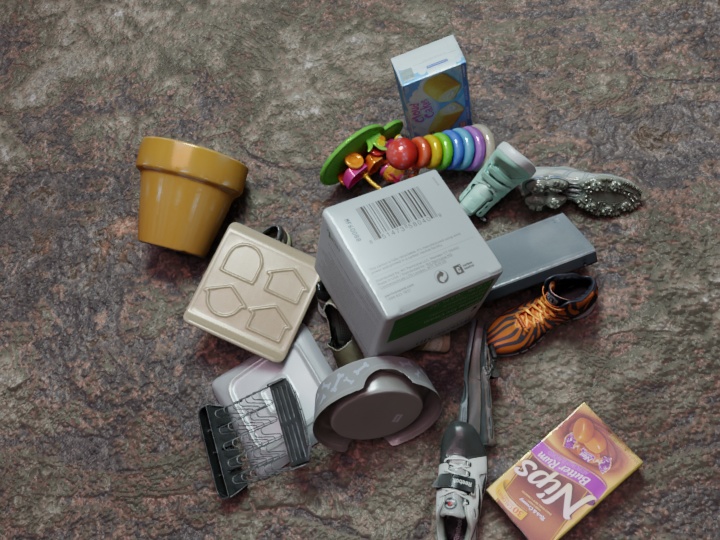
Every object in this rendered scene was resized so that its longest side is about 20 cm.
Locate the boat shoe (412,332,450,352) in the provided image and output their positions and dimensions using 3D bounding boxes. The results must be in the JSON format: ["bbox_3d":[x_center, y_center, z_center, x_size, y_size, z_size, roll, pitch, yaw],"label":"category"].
[{"bbox_3d":[0.115,0.046,1.169,0.065,0.072,0.200,12,53,-21],"label":"boat shoe"}]

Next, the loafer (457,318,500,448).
[{"bbox_3d":[0.192,0.177,1.085,0.063,0.072,0.201,6,84,14],"label":"loafer"}]

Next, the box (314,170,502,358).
[{"bbox_3d":[0.063,-0.003,1.044,0.199,0.171,0.200,-22,66,-20],"label":"box"}]

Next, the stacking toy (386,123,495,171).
[{"bbox_3d":[0.134,-0.209,1.203,0.200,0.085,0.086,-8,60,-30],"label":"stacking toy"}]

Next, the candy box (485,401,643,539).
[{"bbox_3d":[0.298,0.306,1.019,0.200,0.056,0.117,-41,66,-4],"label":"candy box"}]

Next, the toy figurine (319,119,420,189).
[{"bbox_3d":[0.059,-0.155,1.248,0.200,0.150,0.184,-34,77,-29],"label":"toy figurine"}]

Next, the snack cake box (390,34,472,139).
[{"bbox_3d":[0.131,-0.311,1.233,0.115,0.200,0.067,-21,65,4],"label":"snack cake box"}]

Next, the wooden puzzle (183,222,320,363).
[{"bbox_3d":[-0.180,0.039,1.196,0.185,0.046,0.200,25,71,-1],"label":"wooden puzzle"}]

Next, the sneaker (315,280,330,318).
[{"bbox_3d":[0.000,0.000,1.195,0.200,0.087,0.074,-39,62,-5],"label":"sneaker"}]

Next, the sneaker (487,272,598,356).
[{"bbox_3d":[0.282,0.059,1.093,0.200,0.112,0.078,-31,64,0],"label":"sneaker"}]

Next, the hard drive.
[{"bbox_3d":[0.265,-0.020,1.137,0.199,0.033,0.140,-21,30,4],"label":"hard drive"}]

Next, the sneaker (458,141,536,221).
[{"bbox_3d":[0.221,-0.139,1.152,0.074,0.200,0.118,42,89,5],"label":"sneaker"}]

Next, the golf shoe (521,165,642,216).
[{"bbox_3d":[0.376,-0.150,1.182,0.199,0.078,0.097,7,40,0],"label":"golf shoe"}]

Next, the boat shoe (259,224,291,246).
[{"bbox_3d":[-0.206,-0.004,1.258,0.072,0.066,0.201,35,79,23],"label":"boat shoe"}]

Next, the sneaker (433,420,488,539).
[{"bbox_3d":[0.145,0.322,1.006,0.074,0.088,0.201,-1,81,16],"label":"sneaker"}]

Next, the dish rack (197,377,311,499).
[{"bbox_3d":[-0.165,0.261,1.093,0.200,0.054,0.154,-29,73,35],"label":"dish rack"}]

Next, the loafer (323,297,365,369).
[{"bbox_3d":[-0.023,0.131,1.125,0.075,0.070,0.201,-16,87,39],"label":"loafer"}]

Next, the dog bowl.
[{"bbox_3d":[0.022,0.203,1.055,0.200,0.200,0.059,-19,50,5],"label":"dog bowl"}]

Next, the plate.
[{"bbox_3d":[-0.136,0.214,1.171,0.200,0.032,0.200,-34,65,-1],"label":"plate"}]

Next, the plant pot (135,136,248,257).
[{"bbox_3d":[-0.326,-0.127,1.280,0.200,0.200,0.184,13,86,18],"label":"plant pot"}]
